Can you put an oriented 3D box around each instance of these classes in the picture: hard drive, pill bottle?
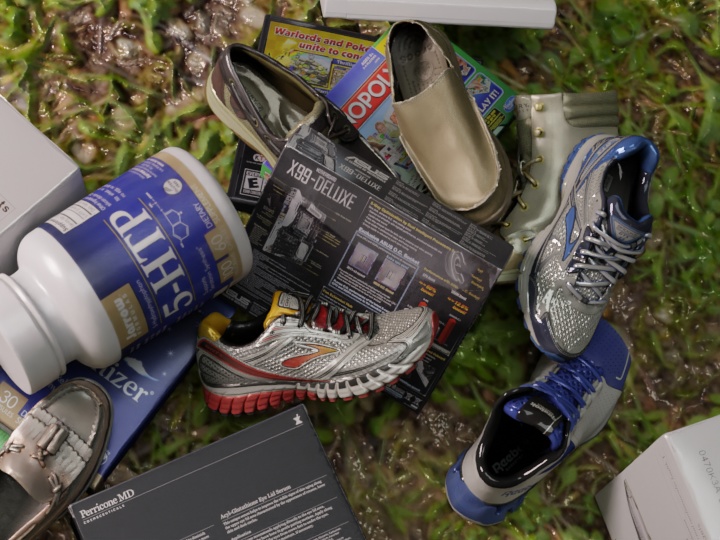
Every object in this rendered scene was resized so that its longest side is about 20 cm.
[{"bbox_3d":[0.062,-0.251,1.567,0.199,0.026,0.132,2,31,-7],"label":"hard drive"},{"bbox_3d":[-0.194,0.004,1.370,0.200,0.120,0.120,-35,78,-20],"label":"pill bottle"}]

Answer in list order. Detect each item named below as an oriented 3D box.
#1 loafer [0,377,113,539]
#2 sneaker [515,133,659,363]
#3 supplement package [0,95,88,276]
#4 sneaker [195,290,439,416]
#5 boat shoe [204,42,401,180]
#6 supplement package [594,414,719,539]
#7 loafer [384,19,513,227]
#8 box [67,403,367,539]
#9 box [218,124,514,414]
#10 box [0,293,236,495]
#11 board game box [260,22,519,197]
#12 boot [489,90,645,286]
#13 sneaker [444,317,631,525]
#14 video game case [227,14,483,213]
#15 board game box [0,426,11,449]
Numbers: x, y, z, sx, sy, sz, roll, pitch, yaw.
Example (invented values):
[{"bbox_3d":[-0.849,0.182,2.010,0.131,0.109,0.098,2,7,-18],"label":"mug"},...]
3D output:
[{"bbox_3d":[-0.258,0.170,1.349,0.072,0.063,0.200,37,94,4],"label":"loafer"},{"bbox_3d":[0.187,-0.024,1.423,0.077,0.085,0.201,24,72,-25],"label":"sneaker"},{"bbox_3d":[-0.322,-0.023,1.409,0.120,0.121,0.200,40,69,20],"label":"supplement package"},{"bbox_3d":[-0.037,0.056,1.390,0.199,0.078,0.083,-11,111,10],"label":"sneaker"},{"bbox_3d":[-0.045,-0.110,1.460,0.200,0.065,0.073,36,68,6],"label":"boat shoe"},{"bbox_3d":[0.277,0.186,1.381,0.117,0.200,0.117,-18,73,-14],"label":"supplement package"},{"bbox_3d":[0.062,-0.123,1.464,0.076,0.067,0.201,-32,62,15],"label":"loafer"},{"bbox_3d":[-0.108,0.211,1.384,0.199,0.079,0.142,-22,77,-15],"label":"box"},{"bbox_3d":[0.000,0.000,1.435,0.199,0.158,0.050,30,31,3],"label":"box"},{"bbox_3d":[-0.200,0.064,1.428,0.121,0.032,0.200,35,68,5],"label":"box"},{"bbox_3d":[0.029,-0.113,1.522,0.134,0.029,0.200,39,70,7],"label":"board game box"},{"bbox_3d":[0.137,-0.069,1.498,0.199,0.072,0.156,-11,96,-18],"label":"boot"},{"bbox_3d":[0.154,0.116,1.436,0.080,0.115,0.199,41,70,7],"label":"sneaker"},{"bbox_3d":[-0.003,-0.120,1.549,0.199,0.026,0.182,11,69,-3],"label":"video game case"},{"bbox_3d":[-0.256,0.095,1.436,0.105,0.023,0.200,38,69,4],"label":"board game box"}]
